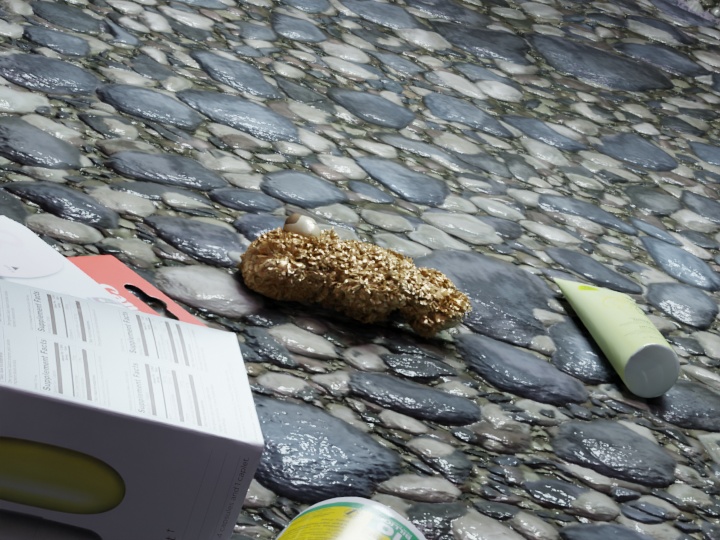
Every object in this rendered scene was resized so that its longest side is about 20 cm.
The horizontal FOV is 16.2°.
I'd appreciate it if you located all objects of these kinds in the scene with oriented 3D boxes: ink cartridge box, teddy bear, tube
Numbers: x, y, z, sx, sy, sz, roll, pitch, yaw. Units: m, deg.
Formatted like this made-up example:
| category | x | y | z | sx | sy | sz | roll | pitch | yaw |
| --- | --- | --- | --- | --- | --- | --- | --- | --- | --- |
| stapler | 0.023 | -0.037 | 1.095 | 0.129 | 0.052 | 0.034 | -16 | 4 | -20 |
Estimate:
| category | x | y | z | sx | sy | sz | roll | pitch | yaw |
| --- | --- | --- | --- | --- | --- | --- | --- | --- | --- |
| ink cartridge box | -0.209 | 0.012 | 1.906 | 0.199 | 0.057 | 0.162 | -11 | 36 | -46 |
| teddy bear | 0.000 | 0.000 | 2.102 | 0.199 | 0.067 | 0.145 | 19 | 18 | -5 |
| tube | 0.228 | 0.049 | 2.224 | 0.058 | 0.052 | 0.200 | 57 | 3 | -22 |

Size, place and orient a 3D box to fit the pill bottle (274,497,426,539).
| category | x | y | z | sx | sy | sz | roll | pitch | yaw |
| --- | --- | --- | --- | --- | --- | --- | --- | --- | --- |
| pill bottle | -0.027 | 0.217 | 1.476 | 0.112 | 0.113 | 0.200 | 24 | 20 | 9 |

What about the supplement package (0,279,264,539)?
| category | x | y | z | sx | sy | sz | roll | pitch | yaw |
| --- | --- | --- | --- | --- | --- | --- | --- | --- | --- |
| supplement package | -0.184 | 0.126 | 1.441 | 0.199 | 0.192 | 0.147 | 14 | 21 | -16 |
